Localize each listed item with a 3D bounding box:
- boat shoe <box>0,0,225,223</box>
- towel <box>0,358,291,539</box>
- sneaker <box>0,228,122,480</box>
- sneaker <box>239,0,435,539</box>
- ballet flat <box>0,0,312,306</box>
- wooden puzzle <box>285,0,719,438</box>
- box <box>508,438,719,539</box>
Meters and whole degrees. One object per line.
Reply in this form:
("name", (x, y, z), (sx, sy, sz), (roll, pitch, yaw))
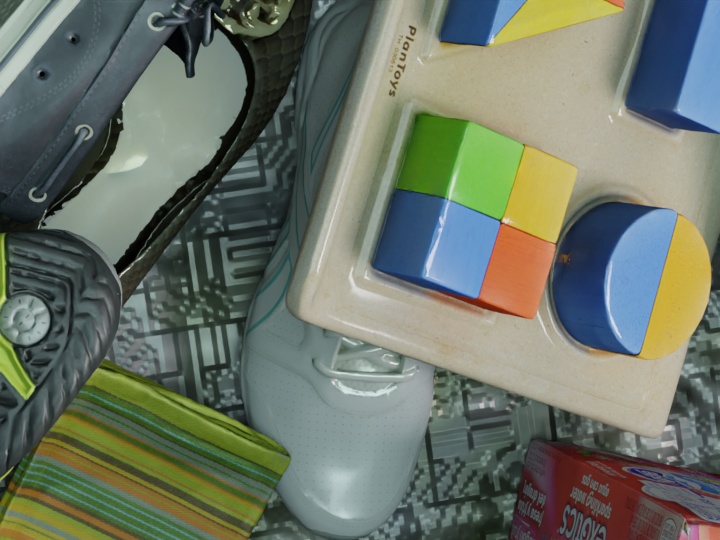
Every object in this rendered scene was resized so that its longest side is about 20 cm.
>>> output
("boat shoe", (-0.072, -0.097, 0.897), (0.062, 0.075, 0.200), (41, 93, -22))
("towel", (-0.106, 0.133, 0.959), (0.086, 0.018, 0.200), (25, 100, -11))
("sneaker", (-0.157, 0.059, 0.914), (0.200, 0.076, 0.075), (-45, 89, 10))
("sneaker", (0.000, 0.000, 0.948), (0.070, 0.080, 0.201), (4, 97, -12))
("ballet flat", (-0.080, -0.039, 0.946), (0.067, 0.046, 0.200), (36, 89, -12))
("wooden puzzle", (0.076, -0.049, 0.915), (0.200, 0.046, 0.186), (20, 84, -43))
("box", (0.117, 0.123, 0.918), (0.100, 0.200, 0.096), (13, 91, -11))
